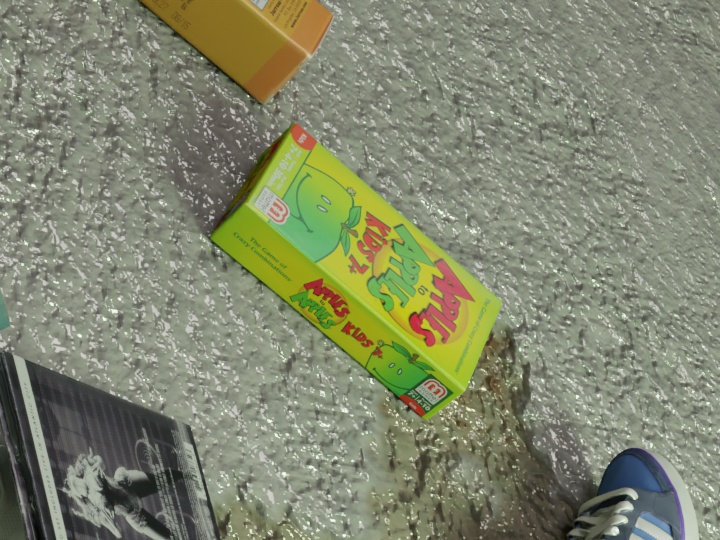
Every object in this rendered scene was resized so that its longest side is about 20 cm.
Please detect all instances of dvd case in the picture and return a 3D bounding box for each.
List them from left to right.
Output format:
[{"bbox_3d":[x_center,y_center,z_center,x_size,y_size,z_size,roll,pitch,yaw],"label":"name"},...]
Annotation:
[{"bbox_3d":[-0.134,0.136,1.134,0.200,0.016,0.149,32,36,-59],"label":"dvd case"}]

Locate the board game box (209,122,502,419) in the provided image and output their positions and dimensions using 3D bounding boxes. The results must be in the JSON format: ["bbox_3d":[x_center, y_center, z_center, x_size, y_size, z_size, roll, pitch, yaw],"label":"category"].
[{"bbox_3d":[0.000,0.000,1.400,0.200,0.048,0.102,40,40,-11],"label":"board game box"}]

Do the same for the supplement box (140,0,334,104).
[{"bbox_3d":[-0.118,-0.215,1.444,0.200,0.067,0.069,39,41,-14],"label":"supplement box"}]

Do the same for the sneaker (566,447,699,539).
[{"bbox_3d":[0.155,0.193,1.365,0.146,0.080,0.201,25,51,-32],"label":"sneaker"}]

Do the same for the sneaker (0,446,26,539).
[{"bbox_3d":[-0.222,0.107,1.061,0.199,0.116,0.074,2,57,-43],"label":"sneaker"}]

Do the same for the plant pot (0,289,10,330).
[{"bbox_3d":[-0.290,-0.034,1.075,0.134,0.200,0.201,-25,75,-14],"label":"plant pot"}]
